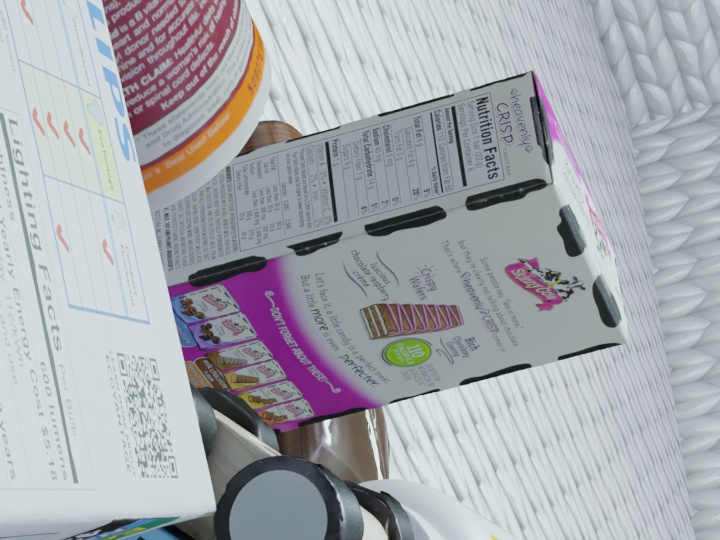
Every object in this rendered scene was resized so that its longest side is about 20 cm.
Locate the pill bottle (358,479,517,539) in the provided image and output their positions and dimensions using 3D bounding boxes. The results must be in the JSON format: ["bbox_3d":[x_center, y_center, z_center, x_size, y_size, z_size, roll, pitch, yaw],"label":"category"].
[{"bbox_3d":[0.022,0.159,1.186,0.200,0.111,0.112,43,34,-70],"label":"pill bottle"}]

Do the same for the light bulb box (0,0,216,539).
[{"bbox_3d":[-0.138,-0.018,0.609,0.200,0.124,0.199,23,53,-76],"label":"light bulb box"}]

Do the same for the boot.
[{"bbox_3d":[-0.008,0.035,1.307,0.186,0.064,0.201,16,56,-61],"label":"boot"}]

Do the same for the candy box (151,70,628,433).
[{"bbox_3d":[0.000,0.000,1.054,0.136,0.199,0.061,59,20,-55],"label":"candy box"}]

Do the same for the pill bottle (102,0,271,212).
[{"bbox_3d":[-0.115,-0.122,0.874,0.114,0.114,0.200,-93,164,-45],"label":"pill bottle"}]

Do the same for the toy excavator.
[{"bbox_3d":[-0.053,0.159,0.883,0.194,0.200,0.100,32,0,18],"label":"toy excavator"}]
